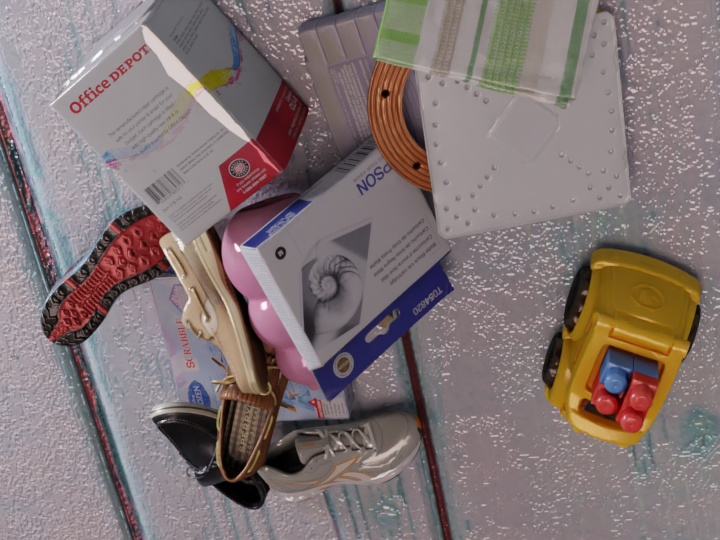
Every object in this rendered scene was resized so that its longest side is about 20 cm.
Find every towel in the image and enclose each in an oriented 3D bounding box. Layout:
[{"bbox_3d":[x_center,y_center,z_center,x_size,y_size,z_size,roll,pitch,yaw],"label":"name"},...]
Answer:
[{"bbox_3d":[0.122,-0.244,1.591,0.197,0.151,0.031,13,167,5],"label":"towel"}]

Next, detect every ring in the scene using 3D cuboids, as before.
[{"bbox_3d":[0.103,-0.171,1.659,0.198,0.019,0.203,-4,113,-10],"label":"ring"}]

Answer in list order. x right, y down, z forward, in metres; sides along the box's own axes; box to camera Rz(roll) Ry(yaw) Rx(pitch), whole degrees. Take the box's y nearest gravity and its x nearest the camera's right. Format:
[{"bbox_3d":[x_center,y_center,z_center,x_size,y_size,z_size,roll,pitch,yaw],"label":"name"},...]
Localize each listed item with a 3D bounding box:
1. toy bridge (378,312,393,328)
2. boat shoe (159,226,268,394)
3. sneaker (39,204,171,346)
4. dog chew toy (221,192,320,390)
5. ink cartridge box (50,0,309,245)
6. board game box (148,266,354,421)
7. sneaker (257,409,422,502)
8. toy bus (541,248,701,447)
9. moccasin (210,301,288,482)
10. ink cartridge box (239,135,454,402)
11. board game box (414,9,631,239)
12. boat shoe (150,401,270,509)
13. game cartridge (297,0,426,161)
[{"bbox_3d":[0.003,0.036,1.800,0.067,0.027,0.201,28,110,-19],"label":"toy bridge"},{"bbox_3d":[-0.153,0.044,1.760,0.064,0.071,0.202,-24,71,5],"label":"boat shoe"},{"bbox_3d":[-0.275,-0.010,1.830,0.200,0.096,0.079,-41,110,1],"label":"sneaker"},{"bbox_3d":[-0.068,0.025,1.737,0.123,0.125,0.202,-13,100,19],"label":"dog chew toy"},{"bbox_3d":[-0.177,-0.164,1.675,0.145,0.145,0.200,-33,110,27],"label":"ink cartridge box"},{"bbox_3d":[-0.120,0.078,1.872,0.197,0.041,0.202,-3,120,12],"label":"board game box"},{"bbox_3d":[-0.028,0.204,1.884,0.198,0.076,0.092,-23,150,14],"label":"sneaker"},{"bbox_3d":[0.266,0.112,1.729,0.134,0.193,0.202,17,124,-1],"label":"toy bus"},{"bbox_3d":[-0.123,0.131,1.821,0.073,0.078,0.204,18,106,7],"label":"moccasin"},{"bbox_3d":[0.000,0.000,1.688,0.040,0.199,0.201,11,137,54],"label":"ink cartridge box"},{"bbox_3d":[0.160,-0.144,1.651,0.197,0.026,0.202,-11,115,-2],"label":"board game box"},{"bbox_3d":[-0.166,0.211,1.913,0.074,0.063,0.200,-16,138,30],"label":"boat shoe"},{"bbox_3d":[0.024,-0.171,1.698,0.128,0.039,0.202,-9,119,21],"label":"game cartridge"}]
